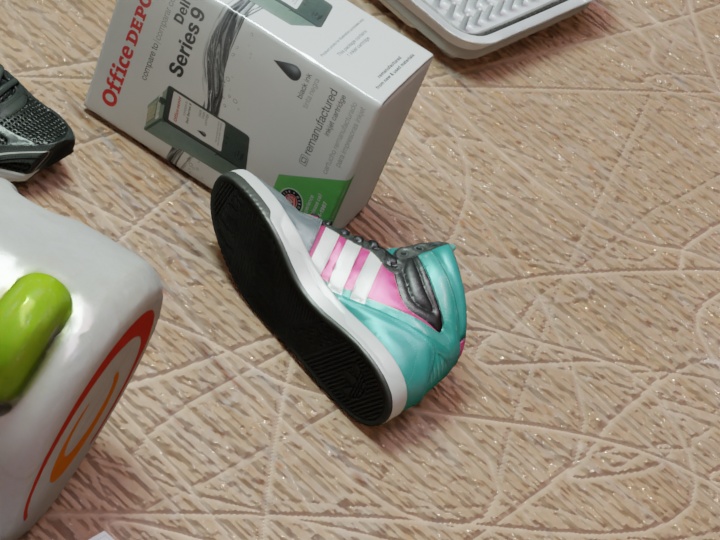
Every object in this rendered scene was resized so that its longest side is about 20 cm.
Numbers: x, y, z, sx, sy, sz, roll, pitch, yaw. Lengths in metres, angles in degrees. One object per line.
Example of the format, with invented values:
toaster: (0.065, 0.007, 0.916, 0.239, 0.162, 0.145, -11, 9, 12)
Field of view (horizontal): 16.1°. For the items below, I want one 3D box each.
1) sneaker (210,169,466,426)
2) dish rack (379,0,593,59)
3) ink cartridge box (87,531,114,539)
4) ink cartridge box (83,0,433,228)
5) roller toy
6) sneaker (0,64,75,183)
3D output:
sneaker: (0.000, 0.000, 1.657, 0.121, 0.084, 0.200, -23, 67, -37)
dish rack: (0.083, -0.236, 1.997, 0.172, 0.044, 0.200, 43, 42, 20)
ink cartridge box: (-0.179, 0.221, 1.352, 0.094, 0.044, 0.200, 41, 42, 21)
ink cartridge box: (-0.073, -0.128, 1.716, 0.200, 0.146, 0.084, 32, 41, 10)
roller toy: (-0.211, 0.049, 1.419, 0.140, 0.200, 0.182, 30, 30, 5)
sneaker: (-0.275, -0.135, 1.665, 0.200, 0.086, 0.080, 30, 41, 6)
